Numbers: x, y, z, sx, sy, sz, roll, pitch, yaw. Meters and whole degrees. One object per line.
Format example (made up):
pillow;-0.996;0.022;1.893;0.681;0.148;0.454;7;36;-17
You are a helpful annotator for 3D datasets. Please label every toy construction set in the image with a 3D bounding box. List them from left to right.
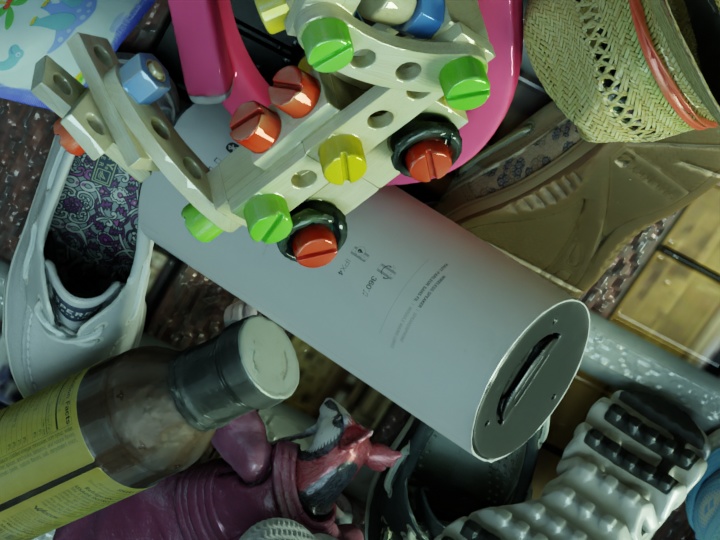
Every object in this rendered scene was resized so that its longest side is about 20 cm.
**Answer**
toy construction set;-0.031;-0.071;0.984;0.200;0.092;0.131;-23;144;34

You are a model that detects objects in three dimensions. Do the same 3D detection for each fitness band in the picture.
fitness band;-0.007;-0.120;1.021;0.143;0.037;0.200;2;128;12

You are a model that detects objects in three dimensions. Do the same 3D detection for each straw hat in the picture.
straw hat;0.114;-0.096;1.014;0.085;0.201;0.201;-22;115;24

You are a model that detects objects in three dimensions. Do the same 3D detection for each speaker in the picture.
speaker;0.000;0.000;1.097;0.200;0.081;0.081;32;126;27

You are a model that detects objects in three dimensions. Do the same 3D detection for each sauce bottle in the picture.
sauce bottle;-0.113;0.074;1.165;0.200;0.065;0.065;-24;115;34

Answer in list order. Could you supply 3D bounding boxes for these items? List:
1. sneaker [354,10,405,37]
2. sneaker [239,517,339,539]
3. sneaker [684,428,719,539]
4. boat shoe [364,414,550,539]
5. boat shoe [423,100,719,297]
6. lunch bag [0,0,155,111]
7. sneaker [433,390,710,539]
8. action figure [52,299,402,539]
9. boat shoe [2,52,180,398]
sneaker;0.020;-0.130;1.091;0.079;0.075;0.200;30;132;24
sneaker;-0.029;0.185;1.171;0.114;0.076;0.200;-42;146;9
sneaker;0.248;0.105;1.173;0.200;0.090;0.078;-20;116;19
boat shoe;0.044;0.105;1.219;0.075;0.060;0.200;12;121;0
boat shoe;0.091;-0.038;1.136;0.200;0.063;0.073;-31;127;27
lunch bag;-0.159;-0.172;1.054;0.200;0.128;0.170;28;117;-27
sneaker;0.087;0.138;1.168;0.075;0.200;0.081;39;140;22
action figure;-0.071;0.113;1.199;0.200;0.149;0.134;-26;108;36
boat shoe;-0.126;-0.002;1.174;0.072;0.069;0.200;21;122;-5
